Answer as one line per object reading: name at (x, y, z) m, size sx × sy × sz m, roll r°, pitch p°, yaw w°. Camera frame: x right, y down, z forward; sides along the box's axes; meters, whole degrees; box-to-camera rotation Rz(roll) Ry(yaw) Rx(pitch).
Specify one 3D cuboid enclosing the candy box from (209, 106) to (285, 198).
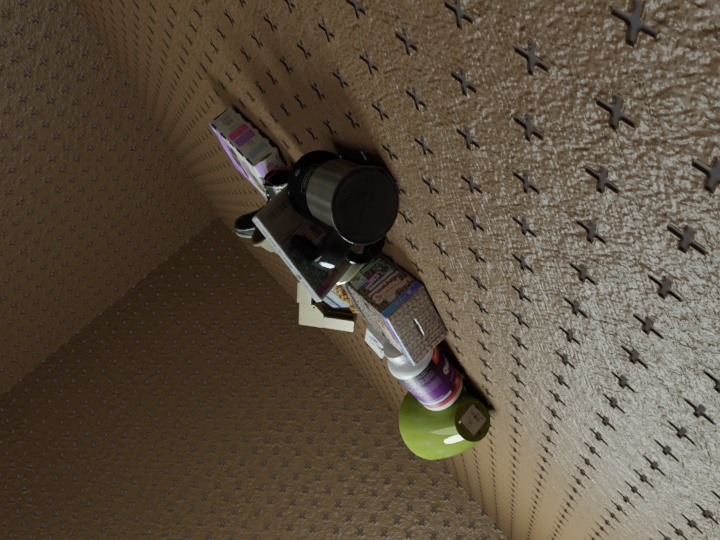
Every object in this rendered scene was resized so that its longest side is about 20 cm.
candy box at (-0.250, -0.266, 1.608) m, size 0.200 × 0.071 × 0.168 m, roll 44°, pitch 168°, yaw 31°

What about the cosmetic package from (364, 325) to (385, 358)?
cosmetic package at (0.056, 0.204, 2.013) m, size 0.083 × 0.050 × 0.200 m, roll 49°, pitch 169°, yaw 11°

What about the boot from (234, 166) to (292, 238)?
boot at (-0.208, -0.156, 1.539) m, size 0.155 × 0.200 × 0.074 m, roll 72°, pitch -173°, yaw -55°

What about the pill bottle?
pill bottle at (0.134, 0.211, 1.480) m, size 0.200 × 0.113 × 0.112 m, roll 48°, pitch 172°, yaw -36°

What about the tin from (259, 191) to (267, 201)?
tin at (-0.220, -0.174, 1.907) m, size 0.112 × 0.042 × 0.201 m, roll 27°, pitch 155°, yaw 55°

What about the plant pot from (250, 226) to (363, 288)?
plant pot at (-0.080, -0.071, 1.318) m, size 0.183 × 0.201 × 0.200 m, roll 41°, pitch 173°, yaw -20°

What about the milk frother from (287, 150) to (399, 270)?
milk frother at (-0.002, -0.086, 1.101) m, size 0.197 × 0.184 × 0.188 m, roll 6°, pitch -167°, yaw -28°

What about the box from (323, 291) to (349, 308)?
box at (-0.047, 0.057, 1.798) m, size 0.121 × 0.033 × 0.198 m, roll 40°, pitch 155°, yaw -31°

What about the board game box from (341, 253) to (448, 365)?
board game box at (0.062, 0.066, 1.383) m, size 0.200 × 0.097 × 0.160 m, roll 39°, pitch 165°, yaw 48°

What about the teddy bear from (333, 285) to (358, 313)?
teddy bear at (-0.061, 0.021, 1.638) m, size 0.201 × 0.066 × 0.145 m, roll 54°, pitch -177°, yaw 16°

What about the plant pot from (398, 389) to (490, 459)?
plant pot at (0.211, 0.346, 1.580) m, size 0.188 × 0.187 × 0.200 m, roll 50°, pitch 157°, yaw -4°

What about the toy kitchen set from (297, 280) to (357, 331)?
toy kitchen set at (-0.090, 0.049, 2.091) m, size 0.164 × 0.177 × 0.203 m, roll -71°, pitch -13°, yaw -60°

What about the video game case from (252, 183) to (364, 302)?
video game case at (-0.071, -0.078, 1.189) m, size 0.024 × 0.200 × 0.183 m, roll -17°, pitch 116°, yaw 50°
